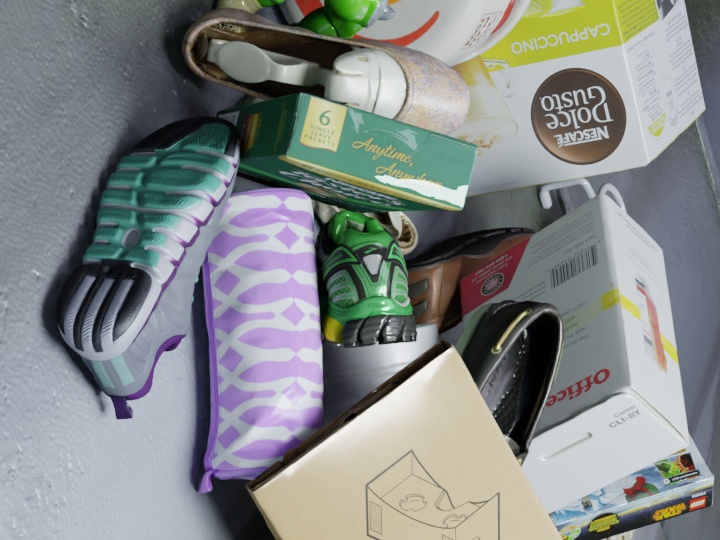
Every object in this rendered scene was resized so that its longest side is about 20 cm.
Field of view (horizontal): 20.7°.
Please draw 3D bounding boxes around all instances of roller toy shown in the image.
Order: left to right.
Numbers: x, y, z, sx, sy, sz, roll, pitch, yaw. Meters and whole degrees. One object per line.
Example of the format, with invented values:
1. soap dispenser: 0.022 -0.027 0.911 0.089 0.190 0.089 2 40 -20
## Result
1. roller toy: 0.033 -0.235 1.446 0.140 0.199 0.184 -25 110 -62

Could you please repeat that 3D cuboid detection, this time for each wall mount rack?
1. wall mount rack: 0.210 0.016 1.858 0.174 0.074 0.200 62 32 -27

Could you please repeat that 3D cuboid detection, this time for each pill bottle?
1. pill bottle: 0.024 0.143 1.391 0.116 0.116 0.202 -10 91 -64

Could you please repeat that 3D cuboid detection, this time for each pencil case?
1. pencil case: -0.068 0.041 1.283 0.085 0.084 0.202 0 77 -25

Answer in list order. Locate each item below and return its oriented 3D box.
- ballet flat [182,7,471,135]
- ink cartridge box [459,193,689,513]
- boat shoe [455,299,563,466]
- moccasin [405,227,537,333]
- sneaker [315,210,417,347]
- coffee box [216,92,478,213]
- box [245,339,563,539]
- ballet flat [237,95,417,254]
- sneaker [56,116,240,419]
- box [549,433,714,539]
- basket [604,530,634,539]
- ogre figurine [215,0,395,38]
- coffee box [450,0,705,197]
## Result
1. ballet flat: -0.028 -0.125 1.292 0.067 0.199 0.069 -23 125 -73
2. ink cartridge box: 0.156 0.065 1.466 0.083 0.145 0.201 40 33 -32
3. boat shoe: 0.081 0.110 1.327 0.072 0.060 0.202 31 67 -27
4. moccasin: 0.096 0.011 1.621 0.201 0.073 0.078 -27 105 -61
5. sneaker: 0.000 0.000 1.346 0.200 0.077 0.086 -160 -112 -77
6. coffee box: -0.018 -0.072 1.257 0.122 0.200 0.044 16 86 -19
7. box: 0.039 0.170 1.269 0.163 0.021 0.201 -35 111 -15
8. ballet flat: -0.018 -0.072 1.435 0.200 0.062 0.068 48 41 -47
9. sneaker: -0.125 -0.006 1.212 0.088 0.074 0.201 77 31 -44
10. box: 0.153 0.148 1.514 0.040 0.199 0.137 83 -11 -46
11. basket: 0.172 0.156 1.658 0.200 0.123 0.136 -58 140 -53
12. ogre figurine: -0.053 -0.227 1.348 0.098 0.119 0.201 -31 109 -62
13. coffee box: 0.158 -0.188 1.667 0.200 0.198 0.199 -38 116 -61
